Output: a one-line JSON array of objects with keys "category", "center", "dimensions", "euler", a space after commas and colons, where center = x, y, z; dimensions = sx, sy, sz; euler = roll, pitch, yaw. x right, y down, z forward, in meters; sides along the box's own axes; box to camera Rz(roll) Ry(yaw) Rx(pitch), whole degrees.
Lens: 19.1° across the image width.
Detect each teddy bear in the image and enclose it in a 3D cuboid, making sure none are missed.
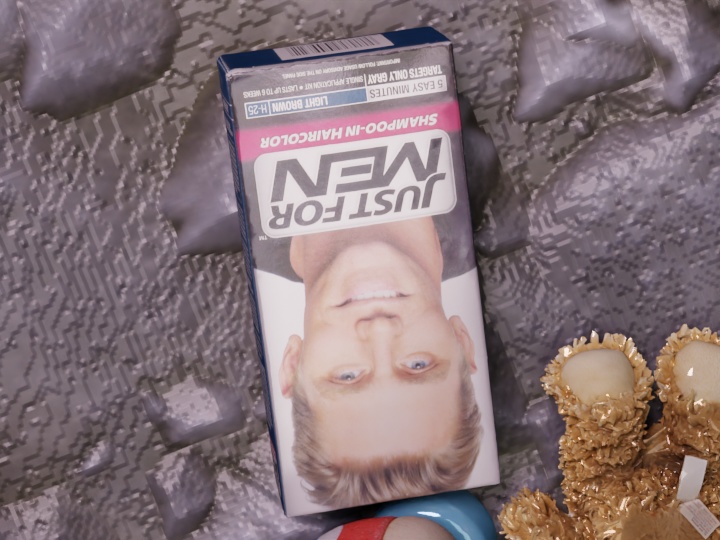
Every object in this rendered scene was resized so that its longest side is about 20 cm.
[{"category": "teddy bear", "center": [0.135, 0.123, 0.994], "dimensions": [0.145, 0.067, 0.200], "euler": [-20, 98, -13]}]

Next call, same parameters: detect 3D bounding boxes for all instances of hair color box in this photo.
[{"category": "hair color box", "center": [0.000, 0.000, 0.943], "dimensions": [0.100, 0.061, 0.200], "euler": [-9, 104, -6]}]

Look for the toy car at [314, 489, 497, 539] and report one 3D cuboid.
[{"category": "toy car", "center": [-0.042, 0.201, 0.938], "dimensions": [0.200, 0.184, 0.177], "euler": [-8, 104, 14]}]
